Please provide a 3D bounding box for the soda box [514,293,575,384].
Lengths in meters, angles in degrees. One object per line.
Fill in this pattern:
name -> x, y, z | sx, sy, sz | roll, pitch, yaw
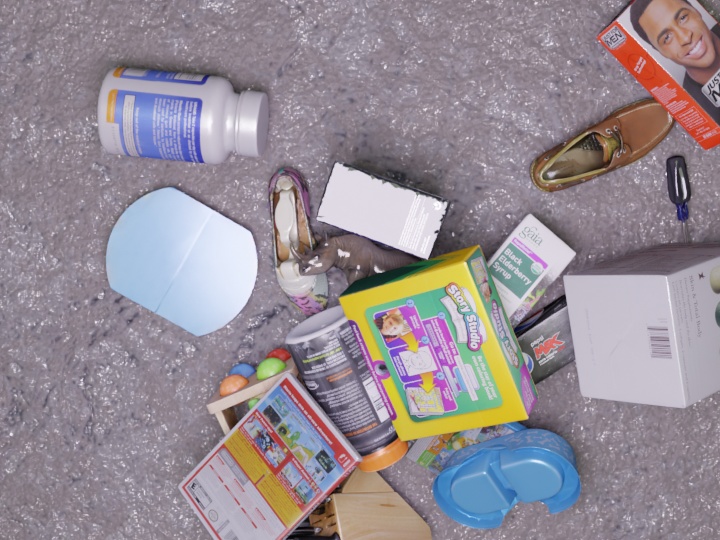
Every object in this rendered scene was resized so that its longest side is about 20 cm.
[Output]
soda box -> 0.236, 0.097, 1.263 | 0.200, 0.063, 0.071 | -34, 95, 8

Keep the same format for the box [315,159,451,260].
box -> 0.028, -0.074, 1.182 | 0.141, 0.200, 0.079 | 22, 94, 1

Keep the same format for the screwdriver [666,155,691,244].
screwdriver -> 0.419, -0.049, 1.252 | 0.028, 0.029, 0.201 | -9, 101, 5

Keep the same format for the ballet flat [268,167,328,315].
ballet flat -> -0.089, -0.034, 1.264 | 0.069, 0.071, 0.201 | -7, 98, 12

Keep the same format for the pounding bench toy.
pounding bench toy -> -0.113, 0.196, 1.234 | 0.124, 0.200, 0.157 | -23, 97, 7

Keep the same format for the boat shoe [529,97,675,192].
boat shoe -> 0.310, -0.153, 1.219 | 0.199, 0.068, 0.072 | -31, 93, 6

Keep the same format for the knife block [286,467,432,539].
knife block -> -0.020, 0.343, 1.256 | 0.200, 0.176, 0.064 | 47, 135, -8

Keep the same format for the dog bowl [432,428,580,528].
dog bowl -> 0.190, 0.266, 1.246 | 0.199, 0.050, 0.112 | -23, 112, 31

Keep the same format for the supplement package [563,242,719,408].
supplement package -> 0.373, 0.057, 1.158 | 0.199, 0.150, 0.153 | -15, 98, -36

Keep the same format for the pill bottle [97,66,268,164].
pill bottle -> -0.222, -0.194, 1.230 | 0.199, 0.112, 0.113 | 7, 99, 3

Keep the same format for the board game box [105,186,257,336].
board game box -> -0.236, -0.015, 1.296 | 0.199, 0.039, 0.158 | 29, 94, -6

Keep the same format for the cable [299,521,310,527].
cable -> -0.062, 0.449, 1.333 | 0.199, 0.069, 0.201 | 31, 99, -1

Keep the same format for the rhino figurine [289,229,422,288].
rhino figurine -> 0.000, 0.000, 1.250 | 0.199, 0.060, 0.088 | 20, 87, -15

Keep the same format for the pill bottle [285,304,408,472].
pill bottle -> -0.009, 0.152, 1.219 | 0.106, 0.106, 0.201 | -22, 102, 7

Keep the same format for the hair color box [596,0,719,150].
hair color box -> 0.400, -0.257, 1.188 | 0.200, 0.061, 0.102 | 44, 78, -3

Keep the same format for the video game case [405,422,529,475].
video game case -> 0.112, 0.213, 1.282 | 0.199, 0.018, 0.143 | 31, 126, 0

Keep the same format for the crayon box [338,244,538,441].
crayon box -> 0.092, 0.090, 1.137 | 0.172, 0.058, 0.201 | -16, 104, 29

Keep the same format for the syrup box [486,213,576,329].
syrup box -> 0.174, 0.032, 1.219 | 0.079, 0.081, 0.200 | 41, 82, 5

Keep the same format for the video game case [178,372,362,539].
video game case -> -0.110, 0.241, 1.148 | 0.200, 0.017, 0.143 | -46, 64, 6
